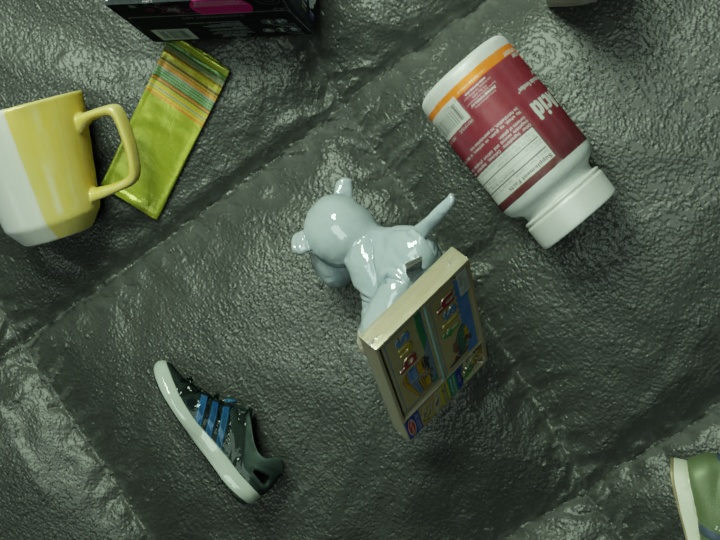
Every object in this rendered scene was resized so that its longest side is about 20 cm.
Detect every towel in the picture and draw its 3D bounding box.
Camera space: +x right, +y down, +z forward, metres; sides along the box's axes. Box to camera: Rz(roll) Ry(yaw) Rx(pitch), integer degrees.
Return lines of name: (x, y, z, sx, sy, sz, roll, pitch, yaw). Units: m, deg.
towel: (-0.231, -0.168, 1.167, 0.085, 0.018, 0.202, 31, 103, 8)

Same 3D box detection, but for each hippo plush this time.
hippo plush: (0.000, 0.000, 1.054, 0.159, 0.201, 0.161, 26, 71, 18)

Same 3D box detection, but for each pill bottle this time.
pill bottle: (0.166, -0.130, 1.029, 0.114, 0.114, 0.201, -39, 88, 15)

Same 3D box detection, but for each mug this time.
mug: (-0.359, -0.114, 1.135, 0.185, 0.148, 0.156, -2, 107, 45)

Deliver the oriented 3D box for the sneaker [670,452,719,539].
sneaker: (0.394, 0.290, 1.052, 0.088, 0.067, 0.204, -15, 91, 20)

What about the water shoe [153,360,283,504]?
water shoe: (-0.167, 0.179, 1.182, 0.078, 0.072, 0.201, -36, 86, -13)

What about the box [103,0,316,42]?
box: (-0.155, -0.323, 1.065, 0.196, 0.132, 0.117, 1, 85, 13)

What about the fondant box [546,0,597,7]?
fondant box: (0.204, -0.372, 0.973, 0.057, 0.144, 0.204, -3, 96, 13)

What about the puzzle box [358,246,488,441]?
puzzle box: (0.070, 0.081, 1.021, 0.133, 0.201, 0.025, -43, 57, -16)
